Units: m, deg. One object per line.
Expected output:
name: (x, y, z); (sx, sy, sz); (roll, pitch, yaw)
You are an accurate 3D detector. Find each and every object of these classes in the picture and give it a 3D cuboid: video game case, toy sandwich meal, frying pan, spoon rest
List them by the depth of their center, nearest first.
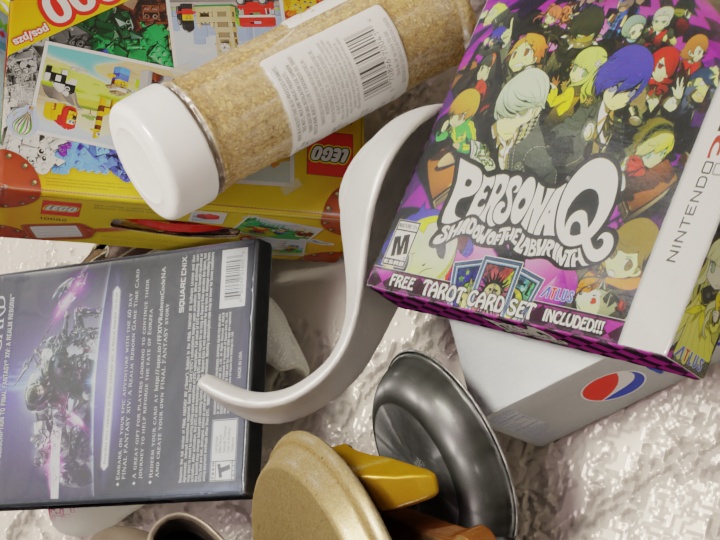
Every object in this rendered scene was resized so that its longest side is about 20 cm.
video game case: (0.111, -0.053, 0.868); (0.200, 0.036, 0.181); (14, 76, 48)
toy sandwich meal: (0.012, 0.166, 0.913); (0.205, 0.070, 0.205); (47, 144, 49)
frying pan: (0.056, 0.130, 0.916); (0.190, 0.031, 0.115); (65, 156, 4)
spoon rest: (0.000, 0.000, 0.952); (0.061, 0.099, 0.200); (33, 83, 28)
video game case: (-0.140, 0.062, 1.033); (0.200, 0.019, 0.143); (-7, 72, 31)

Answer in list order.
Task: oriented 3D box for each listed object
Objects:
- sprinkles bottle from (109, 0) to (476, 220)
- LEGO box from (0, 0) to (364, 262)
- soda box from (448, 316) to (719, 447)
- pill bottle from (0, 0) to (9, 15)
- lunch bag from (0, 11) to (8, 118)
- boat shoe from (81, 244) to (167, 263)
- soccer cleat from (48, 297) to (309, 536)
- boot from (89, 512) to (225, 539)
sprinkles bottle: (-0.033, -0.100, 0.967); (0.200, 0.068, 0.068); (-30, 47, -21)
LEGO box: (-0.102, -0.092, 1.026); (0.077, 0.200, 0.149); (126, 146, -67)
soda box: (0.143, 0.012, 0.880); (0.200, 0.063, 0.068); (-29, 58, 29)
pill bottle: (-0.166, -0.186, 1.172); (0.200, 0.104, 0.104); (34, 98, 41)
lunch bag: (-0.320, -0.177, 1.250); (0.127, 0.170, 0.200); (-30, 59, 30)
boat shoe: (-0.149, 0.016, 1.121); (0.202, 0.075, 0.075); (-28, 47, 22)
soccer cleat: (-0.108, 0.097, 1.054); (0.200, 0.070, 0.086); (-51, 61, 18)
boot: (-0.086, 0.167, 0.927); (0.200, 0.146, 0.070); (36, 65, 28)
